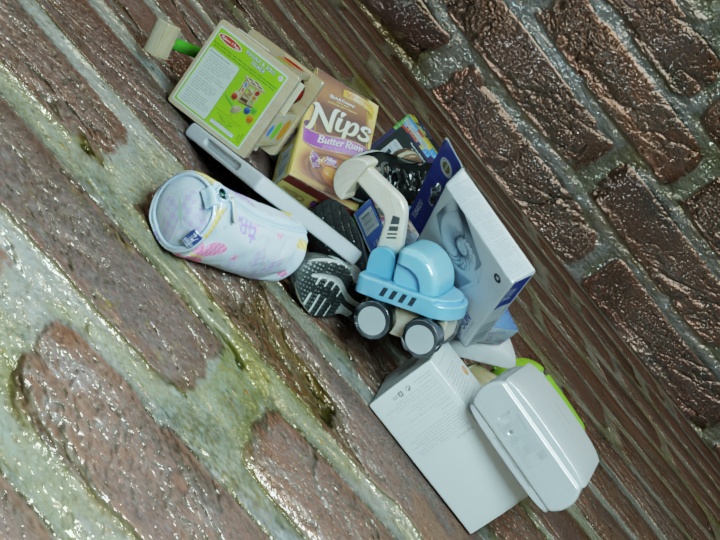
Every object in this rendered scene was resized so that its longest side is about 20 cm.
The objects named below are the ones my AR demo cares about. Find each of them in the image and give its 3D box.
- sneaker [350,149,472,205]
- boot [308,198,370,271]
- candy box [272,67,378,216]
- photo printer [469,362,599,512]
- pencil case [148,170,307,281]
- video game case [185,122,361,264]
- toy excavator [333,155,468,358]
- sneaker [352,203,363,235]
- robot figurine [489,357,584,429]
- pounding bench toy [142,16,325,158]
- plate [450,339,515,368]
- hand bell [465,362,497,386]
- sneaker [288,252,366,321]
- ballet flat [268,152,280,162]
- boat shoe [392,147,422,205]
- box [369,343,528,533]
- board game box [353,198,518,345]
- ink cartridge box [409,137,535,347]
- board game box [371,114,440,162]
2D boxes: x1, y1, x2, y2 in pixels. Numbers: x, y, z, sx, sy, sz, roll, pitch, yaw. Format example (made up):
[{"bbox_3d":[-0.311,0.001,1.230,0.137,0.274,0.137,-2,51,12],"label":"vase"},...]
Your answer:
[{"bbox_3d":[0.070,-0.128,1.585,0.200,0.088,0.076,0,92,-39],"label":"sneaker"},{"bbox_3d":[0.000,0.000,1.593,0.200,0.070,0.132,67,14,9],"label":"boot"},{"bbox_3d":[-0.048,-0.176,1.630,0.117,0.056,0.200,28,52,-25],"label":"candy box"},{"bbox_3d":[0.216,0.195,1.390,0.166,0.069,0.200,55,15,9],"label":"photo printer"},{"bbox_3d":[-0.135,-0.045,1.223,0.083,0.091,0.200,59,16,24],"label":"pencil case"},{"bbox_3d":[-0.107,-0.096,1.432,0.200,0.022,0.182,37,1,-45],"label":"video game case"},{"bbox_3d":[0.047,-0.021,1.383,0.194,0.200,0.100,20,16,19],"label":"toy excavator"},{"bbox_3d":[-0.028,-0.108,1.708,0.200,0.077,0.084,60,14,14],"label":"sneaker"},{"bbox_3d":[0.259,0.219,1.748,0.200,0.116,0.175,56,9,12],"label":"robot figurine"},{"bbox_3d":[-0.171,-0.256,1.505,0.200,0.124,0.156,37,13,5],"label":"pounding bench toy"},{"bbox_3d":[0.134,0.038,1.644,0.199,0.032,0.200,16,44,-38],"label":"plate"},{"bbox_3d":[0.128,0.130,1.665,0.200,0.104,0.104,45,12,20],"label":"hand bell"},{"bbox_3d":[-0.043,0.014,1.437,0.080,0.074,0.200,41,5,27],"label":"sneaker"},{"bbox_3d":[-0.123,-0.224,1.708,0.067,0.068,0.200,42,19,-58],"label":"ballet flat"},{"bbox_3d":[0.031,-0.110,1.721,0.075,0.202,0.075,-10,49,-33],"label":"boat shoe"},{"bbox_3d":[0.117,0.198,1.413,0.200,0.097,0.124,52,15,-1],"label":"box"},{"bbox_3d":[0.105,0.003,1.577,0.199,0.043,0.200,9,48,-47],"label":"board game box"},{"bbox_3d":[0.116,-0.029,1.414,0.200,0.041,0.200,59,-24,18],"label":"ink cartridge box"},{"bbox_3d":[0.080,-0.128,1.895,0.200,0.165,0.057,56,18,8],"label":"board game box"}]
